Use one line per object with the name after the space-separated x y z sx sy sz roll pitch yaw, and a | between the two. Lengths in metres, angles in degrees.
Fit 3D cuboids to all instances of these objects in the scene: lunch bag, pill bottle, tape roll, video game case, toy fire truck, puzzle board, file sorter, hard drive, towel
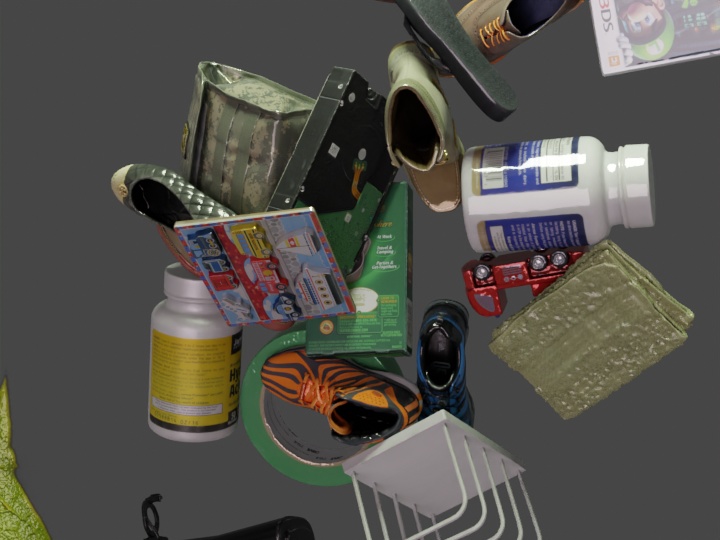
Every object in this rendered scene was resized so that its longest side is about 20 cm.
-0.137 -0.135 1.681 0.200 0.117 0.164 27 114 38 | lunch bag
0.218 -0.085 1.617 0.200 0.120 0.120 -4 104 15 | pill bottle
-0.198 0.095 1.772 0.111 0.111 0.200 7 107 12 | pill bottle
-0.044 0.160 1.787 0.200 0.048 0.201 3 106 12 | tape roll
0.341 -0.314 1.576 0.200 0.023 0.182 -9 103 16 | video game case
0.225 0.040 1.688 0.200 0.049 0.141 -10 104 17 | toy fire truck
-0.099 0.002 1.590 0.150 0.017 0.200 -6 146 11 | puzzle board
0.100 0.271 1.686 0.139 0.200 0.125 -30 54 20 | file sorter
-0.023 -0.104 1.624 0.038 0.140 0.200 15 77 39 | hard drive
0.254 0.069 1.639 0.148 0.036 0.200 44 118 -6 | towel

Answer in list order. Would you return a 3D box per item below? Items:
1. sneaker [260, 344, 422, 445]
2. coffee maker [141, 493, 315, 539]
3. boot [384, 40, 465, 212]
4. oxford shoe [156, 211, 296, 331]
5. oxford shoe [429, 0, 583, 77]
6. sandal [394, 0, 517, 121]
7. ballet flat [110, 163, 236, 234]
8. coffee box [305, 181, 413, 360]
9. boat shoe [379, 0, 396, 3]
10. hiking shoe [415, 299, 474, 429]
-0.035 0.141 1.690 0.200 0.112 0.078 10 105 18 | sneaker
-0.163 0.363 1.826 0.200 0.135 0.192 -15 100 17 | coffee maker
0.069 -0.130 1.581 0.072 0.155 0.200 -11 115 8 | boot
-0.143 -0.018 1.697 0.200 0.070 0.075 36 139 0 | oxford shoe
0.150 -0.269 1.603 0.200 0.073 0.071 -32 97 28 | oxford shoe
0.088 -0.237 1.575 0.043 0.076 0.200 -38 86 33 | sandal
-0.212 -0.070 1.644 0.200 0.057 0.067 26 128 34 | ballet flat
0.000 0.000 1.692 0.123 0.044 0.200 -4 78 14 | coffee box
0.005 -0.332 1.629 0.200 0.070 0.071 6 103 11 | boat shoe
0.090 0.137 1.726 0.074 0.087 0.200 -1 105 14 | hiking shoe
